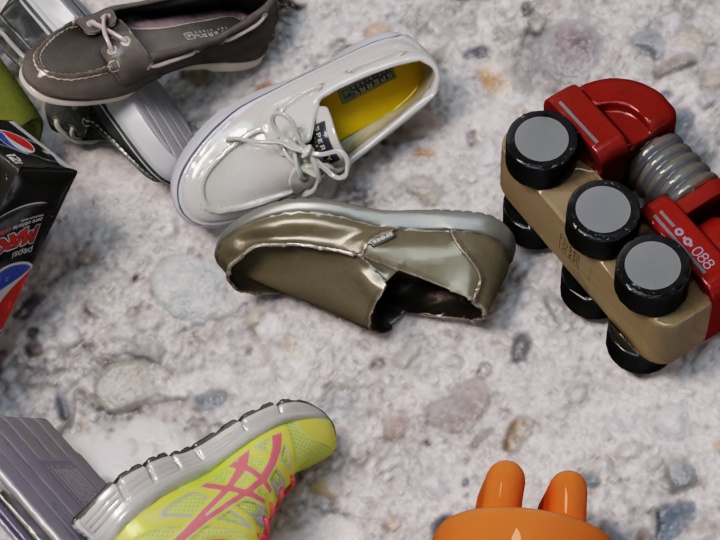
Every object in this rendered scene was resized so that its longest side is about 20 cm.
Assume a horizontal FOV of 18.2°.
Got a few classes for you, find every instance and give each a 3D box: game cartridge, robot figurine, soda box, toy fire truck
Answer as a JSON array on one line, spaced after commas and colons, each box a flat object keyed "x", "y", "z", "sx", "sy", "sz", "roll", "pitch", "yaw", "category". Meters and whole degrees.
[{"x": -0.167, "y": 0.168, "z": 1.370, "sx": 0.038, "sy": 0.130, "sz": 0.200, "roll": -46, "pitch": 72, "yaw": 6, "category": "game cartridge"}, {"x": 0.093, "y": 0.216, "z": 1.306, "sx": 0.116, "sy": 0.143, "sz": 0.202, "roll": -17, "pitch": 55, "yaw": 44, "category": "robot figurine"}, {"x": -0.264, "y": 0.003, "z": 1.465, "sx": 0.071, "sy": 0.063, "sz": 0.201, "roll": 36, "pitch": 109, "yaw": 25, "category": "soda box"}, {"x": 0.208, "y": -0.064, "z": 1.423, "sx": 0.199, "sy": 0.129, "sz": 0.176, "roll": -30, "pitch": 61, "yaw": -16, "category": "toy fire truck"}]

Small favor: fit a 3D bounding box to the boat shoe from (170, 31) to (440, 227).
[{"x": -0.031, "y": -0.086, "z": 1.489, "sx": 0.201, "sy": 0.075, "sz": 0.086, "roll": -29, "pitch": 23, "yaw": -8, "category": "boat shoe"}]

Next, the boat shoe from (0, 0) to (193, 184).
[{"x": -0.186, "y": -0.121, "z": 1.565, "sx": 0.071, "sy": 0.072, "sz": 0.200, "roll": -46, "pitch": 63, "yaw": 14, "category": "boat shoe"}]

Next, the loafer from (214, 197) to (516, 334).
[{"x": 0.000, "y": 0.000, "z": 1.453, "sx": 0.198, "sy": 0.075, "sz": 0.070, "roll": -1, "pitch": 60, "yaw": 12, "category": "loafer"}]

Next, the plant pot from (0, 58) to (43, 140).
[{"x": -0.323, "y": -0.124, "z": 1.541, "sx": 0.199, "sy": 0.187, "sz": 0.188, "roll": 34, "pitch": 75, "yaw": 6, "category": "plant pot"}]

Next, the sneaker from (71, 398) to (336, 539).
[{"x": -0.081, "y": 0.148, "z": 1.373, "sx": 0.199, "sy": 0.078, "sz": 0.091, "roll": -25, "pitch": 74, "yaw": -41, "category": "sneaker"}]

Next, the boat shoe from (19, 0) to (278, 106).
[{"x": -0.140, "y": -0.161, "z": 1.515, "sx": 0.199, "sy": 0.057, "sz": 0.067, "roll": -16, "pitch": 55, "yaw": -37, "category": "boat shoe"}]
